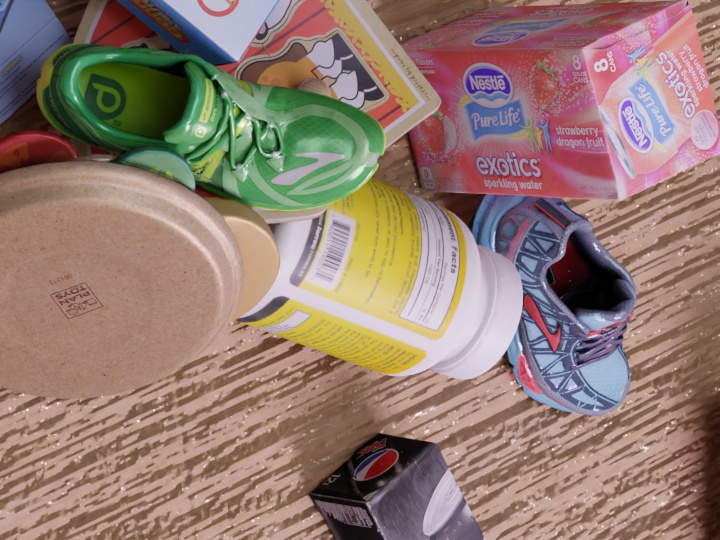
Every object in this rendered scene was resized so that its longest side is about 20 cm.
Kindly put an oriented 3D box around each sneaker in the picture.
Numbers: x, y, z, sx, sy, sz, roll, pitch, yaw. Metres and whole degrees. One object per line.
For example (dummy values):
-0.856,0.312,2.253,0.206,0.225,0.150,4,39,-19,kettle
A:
-0.084,-0.079,1.554,0.200,0.084,0.074,12,90,-9,sneaker
0.140,0.031,1.818,0.079,0.095,0.200,-48,131,-21,sneaker

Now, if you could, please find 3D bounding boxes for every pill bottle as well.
0.000,0.000,1.715,0.200,0.112,0.113,22,81,-35,pill bottle

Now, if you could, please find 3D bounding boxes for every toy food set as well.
-0.161,-0.001,1.574,0.198,0.200,0.049,38,32,-38,toy food set

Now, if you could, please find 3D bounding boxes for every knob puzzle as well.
-0.081,-0.114,1.614,0.219,0.030,0.220,2,78,-9,knob puzzle

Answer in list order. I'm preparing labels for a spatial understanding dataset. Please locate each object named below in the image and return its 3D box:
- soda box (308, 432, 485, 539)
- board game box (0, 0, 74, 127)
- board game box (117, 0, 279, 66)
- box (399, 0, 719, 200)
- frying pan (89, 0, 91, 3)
0.050,0.205,1.797,0.071,0.063,0.200,-40,115,-27,soda box
-0.258,-0.102,1.579,0.200,0.019,0.103,-46,119,-24,board game box
-0.100,-0.252,1.563,0.200,0.056,0.196,39,73,-21,board game box
0.120,-0.108,1.740,0.095,0.200,0.103,-24,108,-32,box
-0.094,-0.164,1.683,0.190,0.031,0.115,38,75,-32,frying pan
